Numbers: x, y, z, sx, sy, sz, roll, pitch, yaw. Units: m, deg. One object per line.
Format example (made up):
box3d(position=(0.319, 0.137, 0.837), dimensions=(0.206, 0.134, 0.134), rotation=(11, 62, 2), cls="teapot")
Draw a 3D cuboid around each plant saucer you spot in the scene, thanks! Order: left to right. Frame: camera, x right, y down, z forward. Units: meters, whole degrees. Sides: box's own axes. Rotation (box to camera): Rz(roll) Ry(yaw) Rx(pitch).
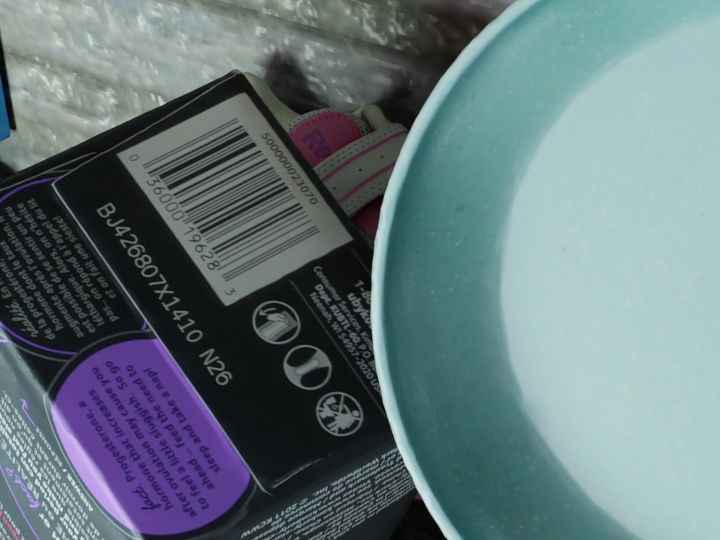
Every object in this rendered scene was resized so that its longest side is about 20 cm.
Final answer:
box3d(position=(0.102, 0.011, 0.669), dimensions=(0.199, 0.036, 0.201), rotation=(4, 103, 19), cls="plant saucer")

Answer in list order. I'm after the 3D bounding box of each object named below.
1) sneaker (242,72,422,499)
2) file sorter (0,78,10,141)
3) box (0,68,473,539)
box3d(position=(0.000, 0.000, 0.820), dimensions=(0.200, 0.081, 0.088), rotation=(24, 138, 38), cls="sneaker")
box3d(position=(-0.249, -0.118, 1.002), dimensions=(0.200, 0.123, 0.139), rotation=(30, 139, 35), cls="file sorter")
box3d(position=(-0.063, 0.055, 0.786), dimensions=(0.122, 0.106, 0.200), rotation=(55, 153, 16), cls="box")
